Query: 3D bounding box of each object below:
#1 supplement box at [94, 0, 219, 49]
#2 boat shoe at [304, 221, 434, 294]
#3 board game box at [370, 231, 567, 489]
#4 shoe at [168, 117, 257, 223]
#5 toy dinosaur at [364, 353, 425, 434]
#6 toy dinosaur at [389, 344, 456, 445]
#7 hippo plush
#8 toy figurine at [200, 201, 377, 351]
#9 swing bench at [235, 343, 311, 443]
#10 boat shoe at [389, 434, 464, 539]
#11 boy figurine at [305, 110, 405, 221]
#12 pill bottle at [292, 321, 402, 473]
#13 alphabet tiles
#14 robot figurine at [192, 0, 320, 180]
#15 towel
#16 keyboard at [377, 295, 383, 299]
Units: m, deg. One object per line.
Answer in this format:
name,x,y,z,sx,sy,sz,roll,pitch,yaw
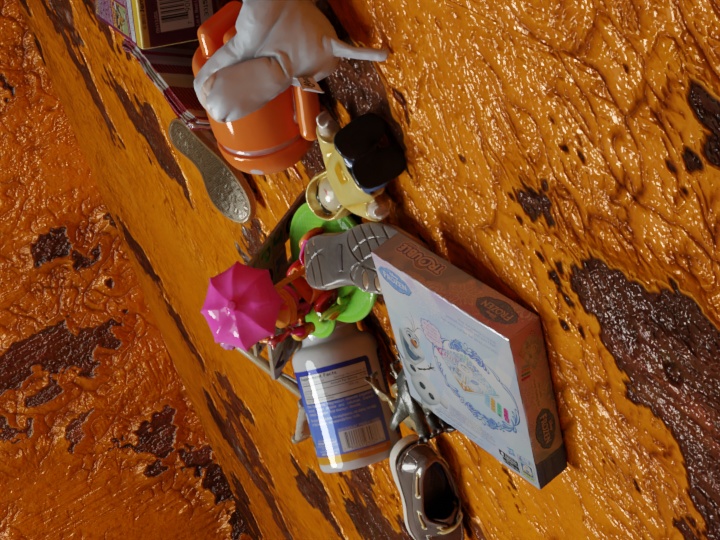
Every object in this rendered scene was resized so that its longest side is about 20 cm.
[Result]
supplement box,-0.245,-0.348,1.818,0.200,0.102,0.132,-141,41,-57
boat shoe,0.019,-0.013,1.627,0.199,0.071,0.077,5,94,54
board game box,0.105,0.085,1.487,0.200,0.043,0.200,34,150,43
shoe,-0.198,-0.148,2.197,0.200,0.053,0.070,52,131,23
toy dinosaur,0.053,0.159,1.840,0.102,0.058,0.200,58,165,11
toy dinosaur,0.075,0.133,1.710,0.200,0.076,0.103,127,124,-75
hippo plush,-0.101,-0.241,1.445,0.162,0.158,0.200,66,166,-17
toy figurine,-0.103,0.035,1.768,0.150,0.183,0.201,50,141,19
swing bench,-0.086,0.105,2.103,0.201,0.129,0.199,53,164,12
boat shoe,0.093,0.291,1.919,0.059,0.072,0.201,33,150,48
boy figurine,-0.013,-0.103,1.583,0.125,0.064,0.200,59,163,1
pill bottle,-0.022,0.142,1.932,0.112,0.111,0.202,163,91,-76
alphabet tiles,-0.095,0.029,1.909,0.007,0.168,0.201,12,131,20
robot figurine,-0.111,-0.187,1.668,0.117,0.142,0.201,-91,-11,-50
towel,-0.181,-0.220,1.830,0.200,0.143,0.023,50,129,39
keyboard,0.000,0.000,1.838,0.200,0.011,0.057,19,129,69
